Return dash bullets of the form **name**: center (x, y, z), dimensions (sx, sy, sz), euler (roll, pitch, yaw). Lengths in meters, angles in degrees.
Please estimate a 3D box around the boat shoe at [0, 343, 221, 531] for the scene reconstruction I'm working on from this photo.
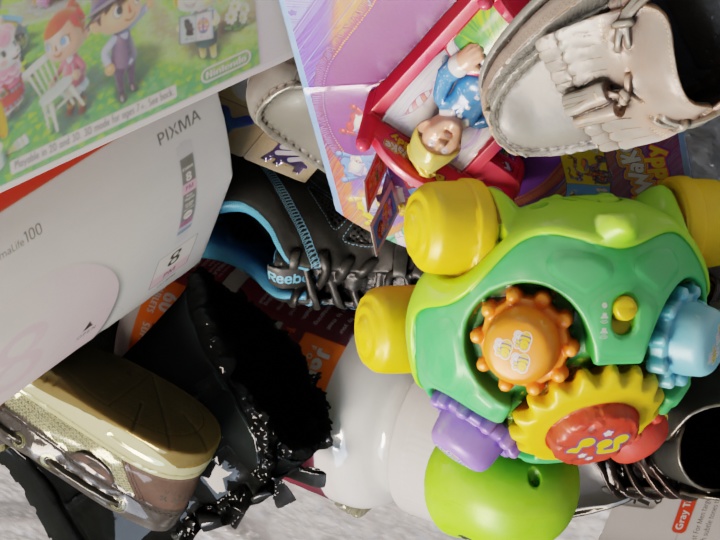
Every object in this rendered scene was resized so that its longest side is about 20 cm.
- **boat shoe**: center (-0.161, 0.058, 1.163), dimensions (0.201, 0.072, 0.066), euler (28, 113, 16)

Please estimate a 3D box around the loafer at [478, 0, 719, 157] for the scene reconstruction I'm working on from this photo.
- **loafer**: center (0.129, -0.091, 0.913), dimensions (0.200, 0.063, 0.072), euler (-26, 121, 23)

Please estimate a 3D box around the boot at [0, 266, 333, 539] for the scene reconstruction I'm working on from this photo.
- **boot**: center (-0.115, 0.054, 1.215), dimensions (0.162, 0.073, 0.198), euler (-38, 83, 37)

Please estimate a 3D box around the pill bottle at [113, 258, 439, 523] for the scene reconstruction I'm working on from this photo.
- **pill bottle**: center (-0.018, 0.057, 1.261), dimensions (0.200, 0.110, 0.110), euler (20, 151, 29)

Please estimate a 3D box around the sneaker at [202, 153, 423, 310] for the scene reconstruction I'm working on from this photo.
- **sneaker**: center (0.000, 0.000, 1.178), dimensions (0.200, 0.082, 0.073), euler (22, 128, 24)

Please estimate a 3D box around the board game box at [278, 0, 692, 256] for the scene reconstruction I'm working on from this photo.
- **board game box**: center (0.048, -0.066, 1.002), dimensions (0.158, 0.039, 0.200), euler (-2, 131, 16)

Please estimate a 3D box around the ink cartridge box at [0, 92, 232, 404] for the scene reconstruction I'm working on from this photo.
- **ink cartridge box**: center (-0.119, -0.030, 1.056), dimensions (0.057, 0.162, 0.200), euler (47, 147, 11)

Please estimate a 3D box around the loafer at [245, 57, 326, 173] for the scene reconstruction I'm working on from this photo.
- **loafer**: center (0.041, -0.043, 1.098), dimensions (0.200, 0.070, 0.070), euler (20, 141, -19)

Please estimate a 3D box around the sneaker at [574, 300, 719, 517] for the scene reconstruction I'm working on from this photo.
- **sneaker**: center (0.121, 0.075, 1.114), dimensions (0.200, 0.106, 0.075), euler (-27, 103, 26)

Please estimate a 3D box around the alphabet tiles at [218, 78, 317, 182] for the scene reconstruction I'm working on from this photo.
- **alphabet tiles**: center (-0.023, -0.110, 1.082), dimensions (0.166, 0.006, 0.200), euler (23, 139, -19)

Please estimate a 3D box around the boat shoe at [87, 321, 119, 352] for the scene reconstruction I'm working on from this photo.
- **boat shoe**: center (-0.161, 0.008, 1.358), dimensions (0.060, 0.072, 0.202), euler (2, 148, 31)

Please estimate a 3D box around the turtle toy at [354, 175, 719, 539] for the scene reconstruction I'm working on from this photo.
- **turtle toy**: center (0.077, 0.042, 1.025), dimensions (0.145, 0.101, 0.200), euler (-2, 146, -20)

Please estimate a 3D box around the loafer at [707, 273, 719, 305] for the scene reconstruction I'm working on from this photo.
- **loafer**: center (0.162, 0.036, 1.174), dimensions (0.200, 0.073, 0.072), euler (18, 144, 10)

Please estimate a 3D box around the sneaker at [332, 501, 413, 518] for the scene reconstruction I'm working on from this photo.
- **sneaker**: center (0.056, 0.095, 1.317), dimensions (0.077, 0.089, 0.200), euler (39, 146, -23)

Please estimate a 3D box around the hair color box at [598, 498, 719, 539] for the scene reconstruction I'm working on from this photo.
- **hair color box**: center (0.230, 0.129, 1.235), dimensions (0.200, 0.102, 0.061), euler (7, 145, 29)

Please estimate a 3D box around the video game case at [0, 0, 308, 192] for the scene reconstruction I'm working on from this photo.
- **video game case**: center (-0.103, -0.131, 0.938), dimensions (0.022, 0.200, 0.182), euler (30, 135, 39)
